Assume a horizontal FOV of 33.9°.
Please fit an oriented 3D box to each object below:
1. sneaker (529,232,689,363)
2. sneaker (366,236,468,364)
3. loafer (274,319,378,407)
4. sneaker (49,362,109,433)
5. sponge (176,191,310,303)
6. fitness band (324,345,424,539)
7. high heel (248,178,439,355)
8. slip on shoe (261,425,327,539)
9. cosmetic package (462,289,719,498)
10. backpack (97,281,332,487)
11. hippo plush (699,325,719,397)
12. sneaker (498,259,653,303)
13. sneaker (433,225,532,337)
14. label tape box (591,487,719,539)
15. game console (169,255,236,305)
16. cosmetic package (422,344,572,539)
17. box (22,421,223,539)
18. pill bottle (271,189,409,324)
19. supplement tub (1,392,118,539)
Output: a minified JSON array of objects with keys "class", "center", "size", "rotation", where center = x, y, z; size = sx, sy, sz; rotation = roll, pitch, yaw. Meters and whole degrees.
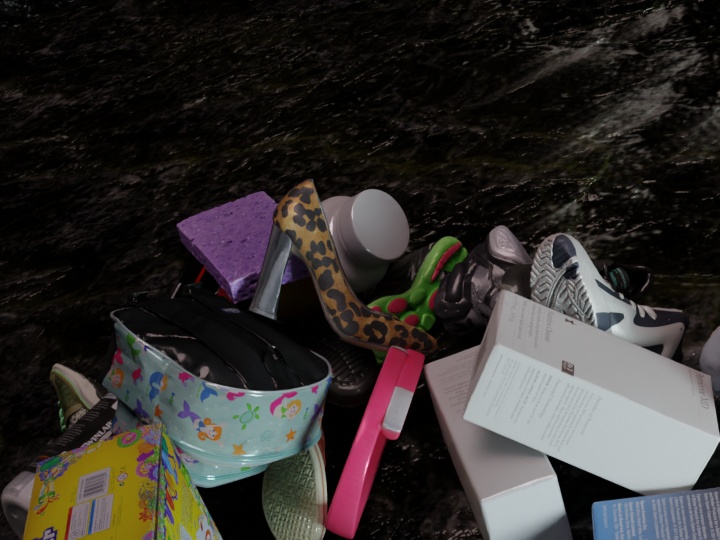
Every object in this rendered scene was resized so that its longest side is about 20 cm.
[{"class":"sneaker","center":[0.241,0.042,1.107],"size":[0.129,0.201,0.079],"rotation":[-30,4,-37]},{"class":"sneaker","center":[0.046,0.040,1.339],"size":[0.200,0.077,0.083],"rotation":[-39,15,-29]},{"class":"loafer","center":[-0.034,0.106,1.257],"size":[0.073,0.072,0.199],"rotation":[-31,25,-19]},{"class":"sneaker","center":[-0.322,0.165,1.346],"size":[0.199,0.076,0.089],"rotation":[12,73,61]},{"class":"sponge","center":[-0.119,-0.029,1.277],"size":[0.110,0.030,0.200],"rotation":[-21,28,-17]},{"class":"fitness band","center":[0.012,0.156,1.101],"size":[0.037,0.145,0.201],"rotation":[23,36,3]},{"class":"high heel","center":[0.000,0.000,1.171],"size":[0.197,0.144,0.071],"rotation":[18,-4,-6]},{"class":"slip on shoe","center":[-0.059,0.191,1.163],"size":[0.074,0.061,0.201],"rotation":[-34,40,18]},{"class":"cosmetic package","center":[0.194,0.107,0.997],"size":[0.198,0.082,0.113],"rotation":[20,26,1]},{"class":"backpack","center":[-0.131,0.112,1.105],"size":[0.198,0.153,0.176],"rotation":[19,16,35]},{"class":"hippo plush","center":[0.379,0.065,1.011],"size":[0.198,0.161,0.161],"rotation":[-26,33,-9]},{"class":"sneaker","center":[0.214,0.015,1.167],"size":[0.198,0.076,0.079],"rotation":[-1,-25,-46]},{"class":"sneaker","center":[0.146,0.052,1.251],"size":[0.113,0.075,0.201],"rotation":[-32,46,15]},{"class":"label tape box","center":[0.282,0.237,0.899],"size":[0.197,0.067,0.144],"rotation":[-9,34,13]},{"class":"game console","center":[-0.189,0.037,1.395],"size":[0.176,0.031,0.202],"rotation":[-14,45,60]},{"class":"cosmetic package","center":[0.121,0.167,1.059],"size":[0.070,0.102,0.201],"rotation":[-19,32,-1]},{"class":"box","center":[-0.186,0.275,0.981],"size":[0.120,0.194,0.201],"rotation":[-18,31,4]},{"class":"pill bottle","center":[-0.036,-0.017,1.346],"size":[0.199,0.111,0.111],"rotation":[-28,17,47]},{"class":"supplement tub","center":[-0.252,0.203,1.195],"size":[0.121,0.124,0.200],"rotation":[11,44,40]}]
